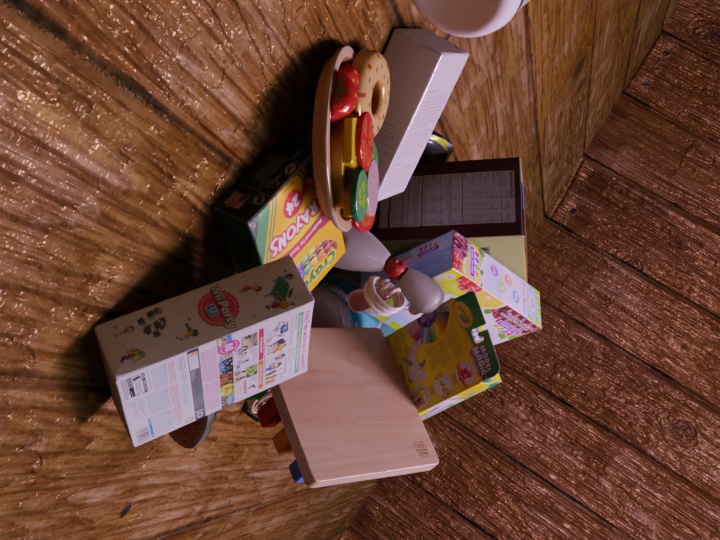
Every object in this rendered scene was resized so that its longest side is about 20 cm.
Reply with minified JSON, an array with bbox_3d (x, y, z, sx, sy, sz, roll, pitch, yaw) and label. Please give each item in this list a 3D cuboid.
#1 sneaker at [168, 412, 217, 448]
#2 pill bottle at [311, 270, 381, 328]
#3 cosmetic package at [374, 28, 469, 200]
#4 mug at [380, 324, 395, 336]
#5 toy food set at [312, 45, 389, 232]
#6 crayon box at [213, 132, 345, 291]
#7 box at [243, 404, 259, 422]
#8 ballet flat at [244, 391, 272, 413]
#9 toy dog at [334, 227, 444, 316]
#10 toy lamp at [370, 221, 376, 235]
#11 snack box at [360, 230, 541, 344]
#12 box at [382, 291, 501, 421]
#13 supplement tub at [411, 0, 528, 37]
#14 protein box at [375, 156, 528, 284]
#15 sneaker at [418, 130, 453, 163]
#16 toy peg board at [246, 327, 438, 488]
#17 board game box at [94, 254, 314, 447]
[{"bbox_3d":[-0.172,0.120,1.086,0.080,0.071,0.200,-32,149,-50],"label":"sneaker"},{"bbox_3d":[-0.035,0.063,1.337,0.111,0.111,0.200,-63,164,20],"label":"pill bottle"},{"bbox_3d":[0.048,-0.192,1.161,0.101,0.071,0.200,-27,147,-62],"label":"cosmetic package"},{"bbox_3d":[0.026,0.125,1.561,0.185,0.152,0.114,-47,169,26],"label":"mug"},{"bbox_3d":[-0.007,-0.136,0.996,0.200,0.048,0.199,-40,131,-75],"label":"toy food set"},{"bbox_3d":[-0.079,-0.032,1.025,0.127,0.051,0.200,-50,150,-28],"label":"crayon box"},{"bbox_3d":[-0.093,0.133,1.440,0.200,0.036,0.143,-32,150,-56],"label":"box"},{"bbox_3d":[-0.066,0.166,1.328,0.199,0.062,0.068,-11,133,-7],"label":"ballet flat"},{"bbox_3d":[0.000,0.000,1.189,0.132,0.200,0.096,-18,151,-43],"label":"toy dog"},{"bbox_3d":[0.013,-0.001,1.473,0.058,0.058,0.200,-52,163,-22],"label":"toy lamp"},{"bbox_3d":[0.125,0.041,1.303,0.168,0.200,0.068,-23,-132,37],"label":"snack box"},{"bbox_3d":[0.096,0.116,1.202,0.048,0.118,0.200,4,152,-43],"label":"box"},{"bbox_3d":[0.147,-0.356,1.005,0.200,0.144,0.145,-48,162,-34],"label":"supplement tub"},{"bbox_3d":[0.137,-0.046,1.355,0.199,0.199,0.135,72,19,-56],"label":"protein box"},{"bbox_3d":[0.087,-0.155,1.372,0.081,0.074,0.200,-53,163,-7],"label":"sneaker"},{"bbox_3d":[-0.037,0.180,1.160,0.200,0.200,0.098,2,143,-41],"label":"toy peg board"},{"bbox_3d":[-0.150,0.081,0.935,0.200,0.064,0.148,-21,151,-20],"label":"board game box"}]
